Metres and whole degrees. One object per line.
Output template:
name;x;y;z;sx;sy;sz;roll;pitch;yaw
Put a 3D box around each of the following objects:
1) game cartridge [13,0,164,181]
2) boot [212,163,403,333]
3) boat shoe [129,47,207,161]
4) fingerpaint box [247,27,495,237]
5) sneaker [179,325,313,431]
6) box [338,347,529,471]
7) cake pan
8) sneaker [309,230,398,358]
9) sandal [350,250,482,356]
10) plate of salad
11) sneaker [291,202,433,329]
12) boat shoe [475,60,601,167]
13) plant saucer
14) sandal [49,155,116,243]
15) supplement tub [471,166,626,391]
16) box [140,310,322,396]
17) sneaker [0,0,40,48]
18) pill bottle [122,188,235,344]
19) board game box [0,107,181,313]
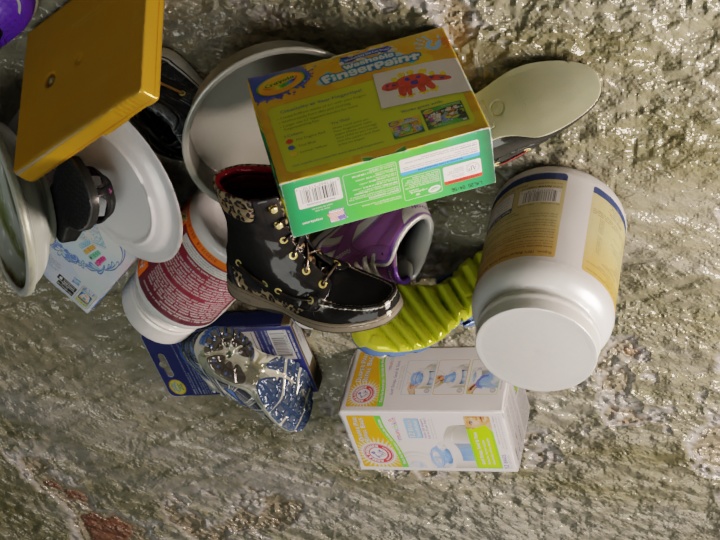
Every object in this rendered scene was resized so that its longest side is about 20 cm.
game cartridge;-0.263;-0.200;1.578;0.199;0.177;0.032;-25;143;36
boot;-0.058;-0.023;1.614;0.199;0.073;0.151;15;135;28
boat shoe;-0.165;-0.135;1.675;0.200;0.091;0.071;40;133;-23
fingerpaint box;0.009;-0.132;1.522;0.199;0.167;0.074;-16;134;-4
sneaker;-0.135;0.125;1.916;0.085;0.077;0.200;0;146;46
box;0.088;0.164;1.903;0.199;0.102;0.113;-1;134;18
cake pan;-0.085;-0.147;1.620;0.199;0.037;0.201;-11;133;-13
sneaker;0.012;0.005;1.796;0.090;0.067;0.200;-25;120;18
sandal;0.078;0.047;1.755;0.199;0.080;0.087;-18;165;-21
plate of salad;-0.245;-0.099;1.659;0.200;0.048;0.201;33;143;29
sneaker;0.000;0.000;1.689;0.072;0.114;0.201;25;110;-35
boat shoe;0.148;-0.149;1.592;0.201;0.074;0.063;-23;164;22
plant saucer;-0.362;-0.074;1.709;0.050;0.200;0.201;-16;143;-23
sandal;-0.281;-0.075;1.641;0.048;0.076;0.200;-14;179;-20
supplement tub;0.190;0.008;1.636;0.144;0.201;0.145;9;137;8
box;-0.157;0.102;1.964;0.199;0.032;0.121;-4;134;18
sneaker;-0.400;-0.227;1.644;0.069;0.100;0.200;37;134;-24
pill bottle;-0.181;-0.006;1.799;0.114;0.114;0.200;32;135;-16
board game box;-0.325;-0.076;1.788;0.200;0.043;0.199;43;134;-5
